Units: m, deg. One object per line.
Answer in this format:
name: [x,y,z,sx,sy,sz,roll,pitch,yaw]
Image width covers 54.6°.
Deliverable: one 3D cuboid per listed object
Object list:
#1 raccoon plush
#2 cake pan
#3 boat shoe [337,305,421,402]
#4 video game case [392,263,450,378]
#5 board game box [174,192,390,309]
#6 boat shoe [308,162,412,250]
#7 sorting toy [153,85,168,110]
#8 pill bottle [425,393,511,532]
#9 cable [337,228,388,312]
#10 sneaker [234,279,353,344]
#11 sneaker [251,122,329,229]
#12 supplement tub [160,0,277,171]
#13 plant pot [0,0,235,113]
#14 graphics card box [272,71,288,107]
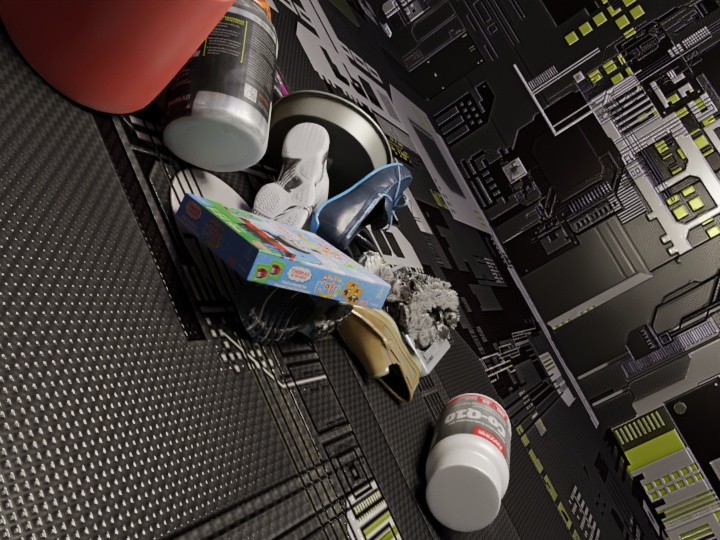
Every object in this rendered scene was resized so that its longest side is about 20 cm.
raccoon plush: [0.061,0.027,1.015,0.201,0.097,0.134,53,-12,-20]
cake pan: [-0.052,-0.170,1.018,0.200,0.199,0.037,47,50,-31]
boat shoe: [0.025,0.113,0.957,0.200,0.071,0.077,45,38,-34]
video game case: [0.088,0.081,1.228,0.183,0.023,0.200,61,19,3]
board game box: [-0.081,-0.018,0.760,0.199,0.037,0.151,17,13,-48]
boat shoe: [0.013,-0.079,0.959,0.068,0.085,0.200,39,53,16]
sorting toy: [-0.226,-0.260,0.919,0.185,0.036,0.201,42,26,-42]
pill bottle: [0.151,0.262,0.970,0.115,0.113,0.200,57,18,-5]
cable: [0.000,0.000,1.021,0.163,0.050,0.203,-16,92,-76]
sneaker: [-0.091,0.031,0.801,0.086,0.078,0.200,46,11,24]
sneaker: [-0.087,-0.090,0.939,0.115,0.074,0.202,89,15,-60]
supplement tub: [-0.162,-0.231,0.823,0.122,0.121,0.202,34,52,-50]
plant pot: [-0.222,-0.285,0.682,0.200,0.176,0.203,32,47,-41]
graphics card box: [-0.167,-0.308,1.079,0.125,0.051,0.201,45,17,-49]
